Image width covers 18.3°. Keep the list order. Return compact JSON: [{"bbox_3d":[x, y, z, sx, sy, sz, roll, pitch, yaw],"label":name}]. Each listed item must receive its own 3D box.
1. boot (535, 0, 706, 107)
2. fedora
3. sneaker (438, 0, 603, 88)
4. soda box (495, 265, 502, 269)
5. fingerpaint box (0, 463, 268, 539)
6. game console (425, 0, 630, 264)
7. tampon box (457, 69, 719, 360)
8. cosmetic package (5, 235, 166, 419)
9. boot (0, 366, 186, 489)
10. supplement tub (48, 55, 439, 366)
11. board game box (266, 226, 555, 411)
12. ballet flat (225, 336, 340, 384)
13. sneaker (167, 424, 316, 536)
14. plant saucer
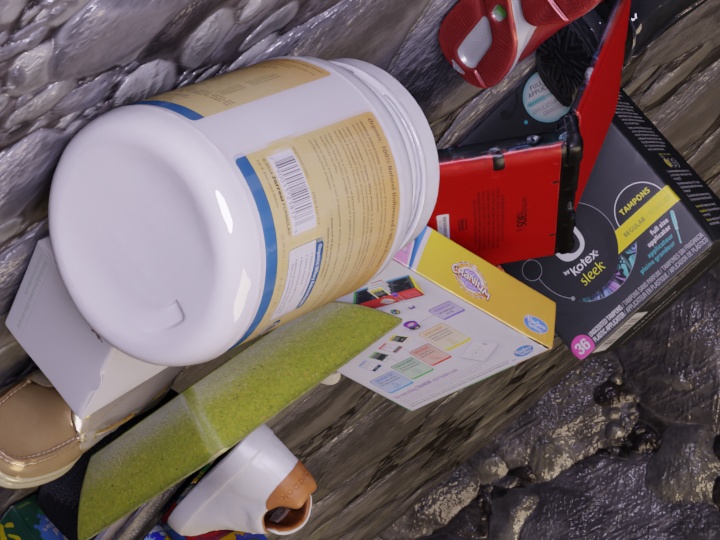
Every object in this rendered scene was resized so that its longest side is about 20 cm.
[{"bbox_3d":[0.229,-0.214,1.667,0.200,0.066,0.165,-34,176,-9],"label":"boot"},{"bbox_3d":[-0.180,0.150,1.701,0.201,0.092,0.201,-50,177,-3],"label":"fedora"},{"bbox_3d":[0.134,-0.204,1.453,0.115,0.078,0.200,-41,-176,-35],"label":"sneaker"},{"bbox_3d":[0.100,-0.001,2.084,0.070,0.063,0.200,-28,165,-41],"label":"soda box"},{"bbox_3d":[-0.186,0.240,1.868,0.200,0.167,0.073,-25,162,-46],"label":"fingerpaint box"},{"bbox_3d":[0.109,-0.093,1.550,0.172,0.119,0.200,-9,159,0],"label":"game console"},{"bbox_3d":[0.185,-0.053,1.812,0.150,0.200,0.126,-44,167,18],"label":"tampon box"},{"bbox_3d":[-0.110,-0.005,1.384,0.200,0.085,0.108,-30,165,-35],"label":"cosmetic package"},{"bbox_3d":[-0.164,0.057,1.480,0.200,0.073,0.155,-28,164,-50],"label":"boot"},{"bbox_3d":[-0.061,-0.040,1.255,0.200,0.145,0.145,-24,161,-49],"label":"supplement tub"},{"bbox_3d":[0.014,0.022,1.565,0.153,0.200,0.040,-27,-137,43],"label":"board game box"},{"bbox_3d":[-0.010,0.059,1.805,0.199,0.064,0.067,-12,156,-9],"label":"ballet flat"},{"bbox_3d":[-0.090,0.184,1.730,0.073,0.085,0.200,-51,-177,-26],"label":"sneaker"},{"bbox_3d":[-0.095,0.093,1.533,0.200,0.048,0.200,-35,180,-42],"label":"plant saucer"}]
